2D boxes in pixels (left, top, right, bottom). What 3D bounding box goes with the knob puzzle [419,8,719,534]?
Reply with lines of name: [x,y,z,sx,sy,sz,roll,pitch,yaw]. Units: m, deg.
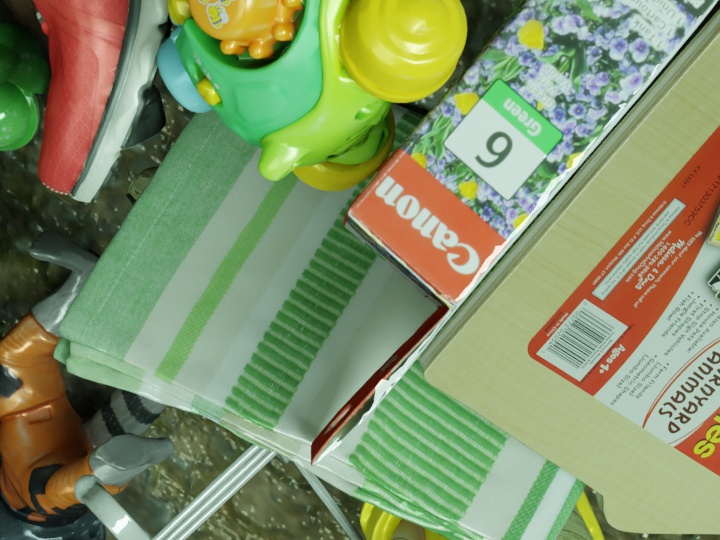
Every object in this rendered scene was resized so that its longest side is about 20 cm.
knob puzzle: [0.146,0.010,0.938,0.218,0.030,0.221,-6,121,-11]

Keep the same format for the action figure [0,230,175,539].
action figure: [-0.119,0.111,1.167,0.200,0.104,0.194,55,140,26]

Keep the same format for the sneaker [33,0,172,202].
sneaker: [-0.106,-0.126,0.986,0.084,0.077,0.201,5,102,-7]

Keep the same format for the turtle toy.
turtle toy: [-0.014,-0.125,0.928,0.101,0.201,0.146,15,163,-8]

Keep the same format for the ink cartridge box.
ink cartridge box: [0.033,-0.028,0.915,0.050,0.109,0.200,41,89,0]

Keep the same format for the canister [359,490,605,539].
canister: [0.073,0.164,0.996,0.086,0.200,0.149,-23,120,0]

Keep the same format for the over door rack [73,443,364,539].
over door rack: [-0.063,0.135,1.080,0.067,0.148,0.200,40,170,43]

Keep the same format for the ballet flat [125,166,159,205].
ballet flat: [0.000,0.000,1.068,0.199,0.066,0.057,23,87,17]

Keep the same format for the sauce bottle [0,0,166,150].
sauce bottle: [-0.120,-0.142,1.040,0.066,0.066,0.201,2,117,31]

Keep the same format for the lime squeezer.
lime squeezer: [-0.150,-0.058,1.112,0.038,0.071,0.200,17,159,-6]

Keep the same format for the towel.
towel: [0.007,0.011,1.007,0.199,0.153,0.023,24,154,18]
